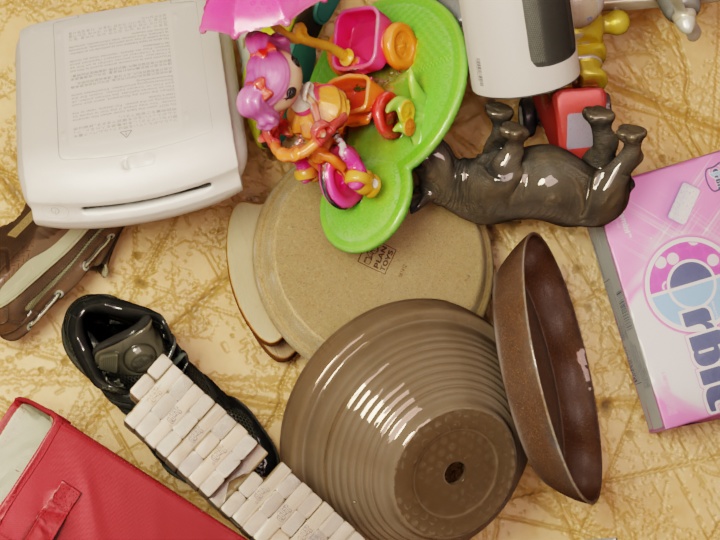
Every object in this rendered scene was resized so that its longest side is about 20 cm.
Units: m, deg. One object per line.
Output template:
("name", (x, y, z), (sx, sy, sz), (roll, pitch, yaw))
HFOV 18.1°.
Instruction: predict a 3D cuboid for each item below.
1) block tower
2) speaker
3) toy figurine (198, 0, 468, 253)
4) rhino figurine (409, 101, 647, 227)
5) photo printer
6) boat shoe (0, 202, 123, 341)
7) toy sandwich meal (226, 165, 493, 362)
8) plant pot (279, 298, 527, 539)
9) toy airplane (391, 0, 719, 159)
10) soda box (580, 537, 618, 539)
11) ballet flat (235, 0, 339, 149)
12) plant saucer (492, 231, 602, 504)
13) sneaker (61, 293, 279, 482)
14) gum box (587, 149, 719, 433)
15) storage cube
("block tower", (-0.082, 0.147, 1.573), (0.200, 0.058, 0.054), (42, 81, 1))
("speaker", (0.101, -0.227, 1.568), (0.081, 0.081, 0.202), (-12, 111, -6))
("toy figurine", (-0.040, -0.135, 1.577), (0.149, 0.184, 0.202), (-2, 71, 39))
("rhino figurine", (0.106, -0.073, 1.645), (0.198, 0.060, 0.088), (2, 119, 2))
("photo printer", (-0.167, -0.109, 1.632), (0.165, 0.070, 0.201), (-10, 41, -2))
("boat shoe", (-0.212, -0.029, 1.684), (0.202, 0.075, 0.075), (-43, 130, -18))
("toy sandwich meal", (0.000, 0.000, 1.693), (0.203, 0.070, 0.207), (3, 74, -11))
("plant pot", (0.050, 0.129, 1.622), (0.199, 0.093, 0.203), (-9, 111, -24))
("toy airplane", (0.153, -0.205, 1.688), (0.199, 0.141, 0.200), (41, 82, 2))
("soda box", (0.158, 0.235, 1.607), (0.068, 0.200, 0.064), (-38, 86, -8))
("ballet flat", (-0.057, -0.189, 1.716), (0.067, 0.067, 0.201), (18, 79, 19))
("plant saucer", (0.133, 0.073, 1.635), (0.034, 0.200, 0.202), (-14, 84, 14))
("sneaker", (-0.141, 0.093, 1.646), (0.076, 0.114, 0.199), (-44, 90, -6))
("gum box", (0.251, 0.021, 1.706), (0.113, 0.066, 0.202), (-16, 85, -5))
("storage cube", (-0.199, 0.211, 1.579), (0.179, 0.200, 0.172), (34, 81, -15))
